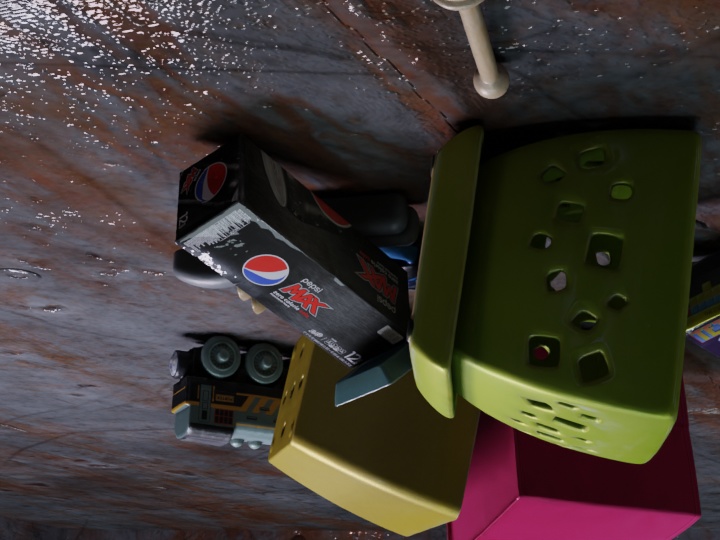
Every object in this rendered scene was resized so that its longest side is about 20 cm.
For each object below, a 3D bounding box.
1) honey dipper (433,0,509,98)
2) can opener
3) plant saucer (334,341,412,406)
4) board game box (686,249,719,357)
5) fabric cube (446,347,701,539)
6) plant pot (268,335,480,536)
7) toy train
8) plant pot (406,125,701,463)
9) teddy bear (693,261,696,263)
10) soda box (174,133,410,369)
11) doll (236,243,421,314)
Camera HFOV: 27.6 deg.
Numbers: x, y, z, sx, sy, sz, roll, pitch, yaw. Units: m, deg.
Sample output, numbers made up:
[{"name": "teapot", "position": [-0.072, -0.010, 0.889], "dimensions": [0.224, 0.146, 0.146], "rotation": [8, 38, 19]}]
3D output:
[{"name": "honey dipper", "position": [0.064, -0.136, 0.800], "dimensions": [0.038, 0.038, 0.200], "rotation": [-1, 165, 13]}, {"name": "can opener", "position": [-0.051, -0.023, 1.160], "dimensions": [0.198, 0.067, 0.053], "rotation": [-8, 160, 18]}, {"name": "plant saucer", "position": [0.055, 0.047, 1.158], "dimensions": [0.070, 0.019, 0.200], "rotation": [-27, -174, 44]}, {"name": "board game box", "position": [0.359, 0.014, 1.091], "dimensions": [0.199, 0.057, 0.165], "rotation": [-30, 138, 34]}, {"name": "fabric cube", "position": [0.209, 0.188, 1.520], "dimensions": [0.197, 0.202, 0.197], "rotation": [7, 149, -15]}, {"name": "plant pot", "position": [0.011, 0.147, 1.511], "dimensions": [0.175, 0.202, 0.200], "rotation": [15, 162, -10]}, {"name": "toy train", "position": [-0.120, 0.142, 1.632], "dimensions": [0.198, 0.115, 0.085], "rotation": [10, 163, -23]}, {"name": "plant pot", "position": [0.131, 0.015, 1.025], "dimensions": [0.179, 0.201, 0.200], "rotation": [8, 165, 6]}, {"name": "teddy bear", "position": [0.321, 0.009, 1.212], "dimensions": [0.198, 0.068, 0.145], "rotation": [-12, 168, 25]}, {"name": "soda box", "position": [-0.046, -0.010, 1.075], "dimensions": [0.063, 0.071, 0.200], "rotation": [-27, 134, 27]}, {"name": "doll", "position": [0.000, 0.000, 1.245], "dimensions": [0.198, 0.049, 0.137], "rotation": [-6, 161, 11]}]
